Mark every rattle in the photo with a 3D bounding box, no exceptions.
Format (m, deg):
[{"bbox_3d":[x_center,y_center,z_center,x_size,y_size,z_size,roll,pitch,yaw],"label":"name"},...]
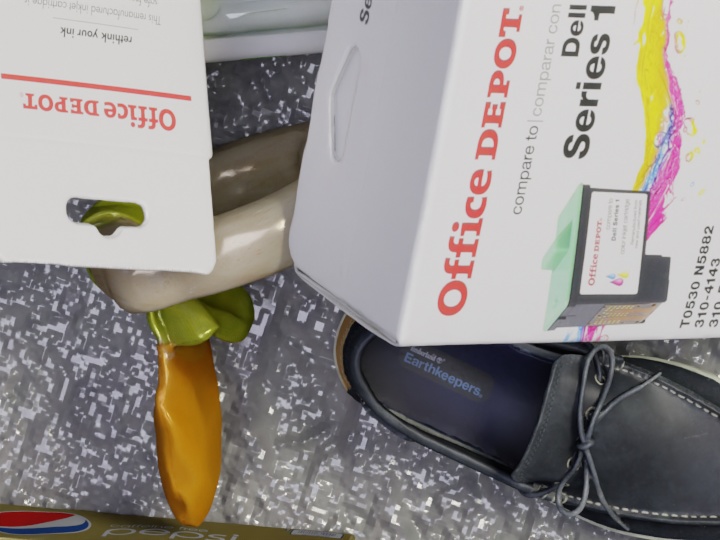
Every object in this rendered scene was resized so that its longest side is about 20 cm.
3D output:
[{"bbox_3d":[0.000,0.000,1.148,0.199,0.130,0.144,-21,90,-12],"label":"rattle"}]

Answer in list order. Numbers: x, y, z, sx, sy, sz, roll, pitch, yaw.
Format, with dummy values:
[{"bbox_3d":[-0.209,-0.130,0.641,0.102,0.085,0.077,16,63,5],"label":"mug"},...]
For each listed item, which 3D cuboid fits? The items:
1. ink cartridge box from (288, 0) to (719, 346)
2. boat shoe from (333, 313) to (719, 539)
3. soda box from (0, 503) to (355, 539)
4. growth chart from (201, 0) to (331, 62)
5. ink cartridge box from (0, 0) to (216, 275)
[{"bbox_3d":[0.088,-0.053,1.074,0.199,0.084,0.146,-1,112,-31],"label":"ink cartridge box"},{"bbox_3d":[0.082,0.061,1.162,0.199,0.062,0.075,21,97,3],"label":"boat shoe"},{"bbox_3d":[-0.105,0.138,1.194,0.199,0.064,0.068,4,98,7],"label":"soda box"},{"bbox_3d":[-0.011,-0.175,1.123,0.144,0.018,0.201,-1,105,-15],"label":"growth chart"},{"bbox_3d":[-0.118,-0.095,1.057,0.068,0.115,0.201,-11,80,41],"label":"ink cartridge box"}]
